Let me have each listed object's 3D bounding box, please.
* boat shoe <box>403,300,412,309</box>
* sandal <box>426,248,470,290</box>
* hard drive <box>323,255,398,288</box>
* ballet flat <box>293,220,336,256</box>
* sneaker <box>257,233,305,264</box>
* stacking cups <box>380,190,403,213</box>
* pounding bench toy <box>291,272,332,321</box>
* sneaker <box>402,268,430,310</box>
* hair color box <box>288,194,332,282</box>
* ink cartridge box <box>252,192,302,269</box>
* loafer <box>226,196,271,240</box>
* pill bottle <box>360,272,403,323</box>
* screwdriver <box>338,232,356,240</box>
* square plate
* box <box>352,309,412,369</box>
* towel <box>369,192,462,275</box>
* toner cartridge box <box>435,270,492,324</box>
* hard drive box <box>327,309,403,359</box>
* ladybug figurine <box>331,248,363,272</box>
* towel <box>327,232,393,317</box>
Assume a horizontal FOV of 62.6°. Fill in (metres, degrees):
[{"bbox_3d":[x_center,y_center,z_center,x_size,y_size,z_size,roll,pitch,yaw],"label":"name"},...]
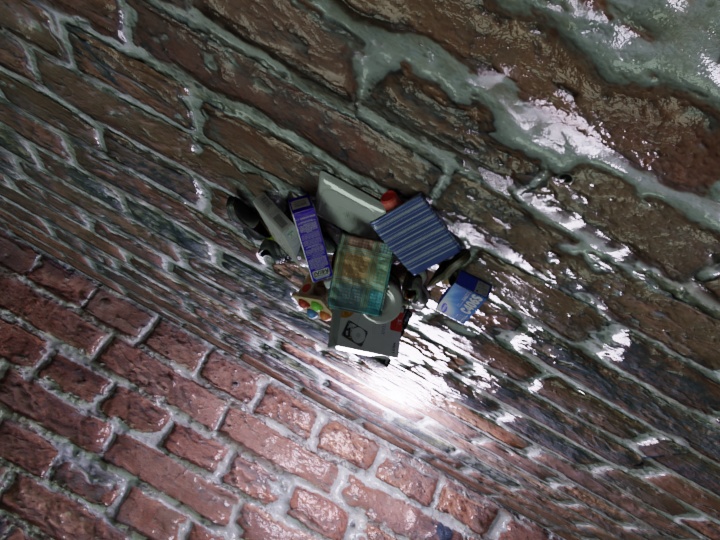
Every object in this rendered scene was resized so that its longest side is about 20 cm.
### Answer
[{"bbox_3d":[0.077,0.070,1.774,0.198,0.063,0.075,17,162,-12],"label":"boat shoe"},{"bbox_3d":[0.226,0.007,1.487,0.054,0.082,0.200,39,146,-4],"label":"sandal"},{"bbox_3d":[0.000,0.000,1.646,0.199,0.132,0.027,-15,104,55],"label":"hard drive"},{"bbox_3d":[-0.134,-0.087,1.688,0.072,0.072,0.201,8,148,37],"label":"ballet flat"},{"bbox_3d":[-0.229,-0.052,1.833,0.199,0.081,0.074,16,152,25],"label":"sneaker"},{"bbox_3d":[0.104,-0.108,1.424,0.060,0.061,0.200,4,142,41],"label":"stacking cups"},{"bbox_3d":[-0.086,0.074,1.834,0.199,0.157,0.124,7,147,38],"label":"pounding bench toy"},{"bbox_3d":[0.148,0.064,1.668,0.073,0.080,0.201,16,153,20],"label":"sneaker"},{"bbox_3d":[-0.130,-0.085,1.556,0.109,0.064,0.201,-115,11,-62],"label":"hair color box"},{"bbox_3d":[-0.219,-0.109,1.690,0.161,0.050,0.200,46,170,30],"label":"ink cartridge box"},{"bbox_3d":[-0.332,-0.156,1.770,0.072,0.073,0.200,6,157,23],"label":"loafer"},{"bbox_3d":[0.055,0.060,1.624,0.119,0.120,0.200,31,-168,-6],"label":"pill bottle"},{"bbox_3d":[-0.034,-0.094,1.561,0.029,0.028,0.200,57,169,0],"label":"screwdriver"},{"bbox_3d":[-0.031,-0.150,1.512,0.197,0.029,0.200,28,155,1],"label":"square plate"},{"bbox_3d":[0.044,0.176,1.838,0.163,0.201,0.086,36,154,-16],"label":"box"},{"bbox_3d":[0.134,-0.082,1.400,0.144,0.024,0.200,-28,125,21],"label":"towel"},{"bbox_3d":[0.275,0.076,1.602,0.094,0.043,0.200,28,155,5],"label":"toner cartridge box"},{"bbox_3d":[0.016,0.165,1.730,0.199,0.157,0.077,14,163,-22],"label":"hard drive box"},{"bbox_3d":[-0.022,-0.037,1.598,0.072,0.135,0.200,64,172,-8],"label":"ladybug figurine"},{"bbox_3d":[0.001,0.014,1.496,0.145,0.202,0.022,11,-164,-1],"label":"towel"}]
